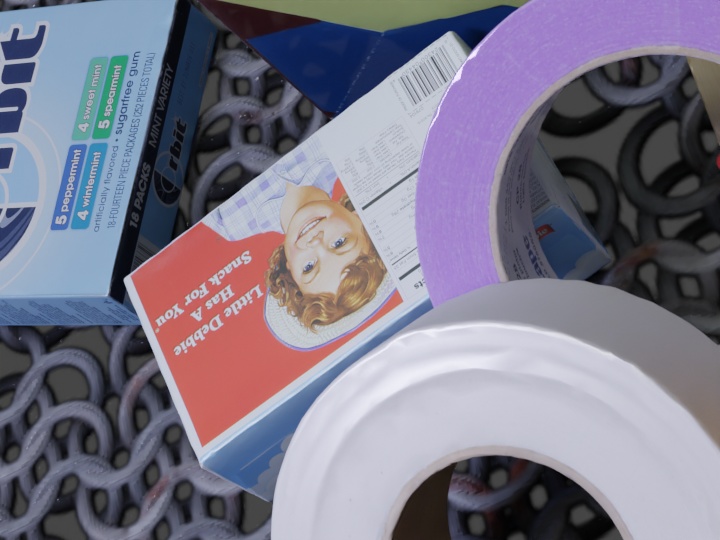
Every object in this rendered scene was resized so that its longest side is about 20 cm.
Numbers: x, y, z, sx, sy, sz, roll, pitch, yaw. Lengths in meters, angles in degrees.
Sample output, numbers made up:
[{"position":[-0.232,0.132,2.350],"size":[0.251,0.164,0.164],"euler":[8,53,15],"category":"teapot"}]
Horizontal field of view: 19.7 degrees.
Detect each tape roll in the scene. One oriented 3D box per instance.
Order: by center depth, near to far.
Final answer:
[{"position":[0.068,0.108,0.794],"size":[0.201,0.071,0.204],"euler":[6,106,22],"category":"tape roll"},{"position":[0.124,-0.025,0.821],"size":[0.199,0.066,0.202],"euler":[4,105,15],"category":"tape roll"}]

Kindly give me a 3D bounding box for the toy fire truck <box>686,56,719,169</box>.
[{"position":[0.188,-0.119,0.908],"size":[0.141,0.049,0.200],"euler":[-39,53,10],"category":"toy fire truck"}]

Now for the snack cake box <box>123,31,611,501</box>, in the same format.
[{"position":[0.000,0.000,0.953],"size":[0.199,0.067,0.115],"euler":[-36,56,12],"category":"snack cake box"}]

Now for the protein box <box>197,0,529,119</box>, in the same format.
[{"position":[0.044,-0.205,0.982],"size":[0.197,0.135,0.201],"euler":[-10,63,27],"category":"protein box"}]

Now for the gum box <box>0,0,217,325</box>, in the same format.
[{"position":[-0.184,-0.056,1.104],"size":[0.199,0.045,0.171],"euler":[-2,67,30],"category":"gum box"}]
